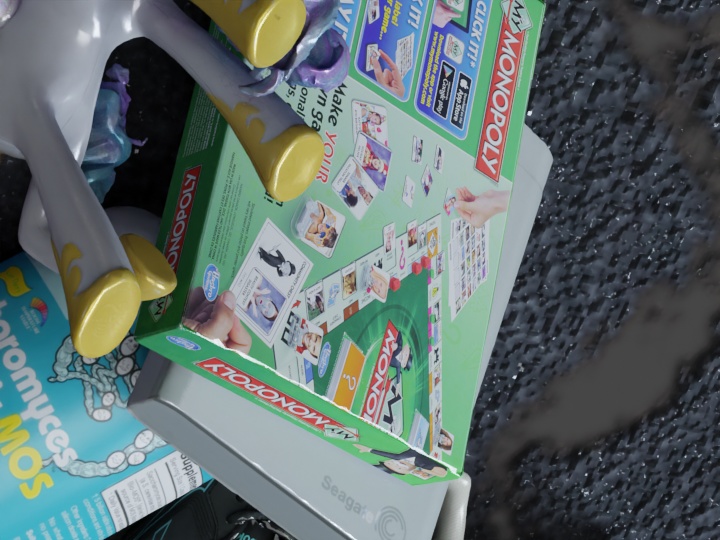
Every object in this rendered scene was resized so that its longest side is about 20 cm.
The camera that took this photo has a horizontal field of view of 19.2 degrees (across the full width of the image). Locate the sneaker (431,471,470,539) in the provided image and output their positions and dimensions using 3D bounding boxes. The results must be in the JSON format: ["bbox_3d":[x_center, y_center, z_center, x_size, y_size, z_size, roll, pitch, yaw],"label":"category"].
[{"bbox_3d":[-0.014,0.163,0.861,0.075,0.090,0.201,25,69,-12],"label":"sneaker"}]

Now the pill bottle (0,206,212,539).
[{"bbox_3d":[-0.114,0.048,0.803,0.199,0.111,0.111,-29,121,-12],"label":"pill bottle"}]

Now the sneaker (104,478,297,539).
[{"bbox_3d":[-0.036,0.086,0.873,0.075,0.079,0.201,29,103,-27],"label":"sneaker"}]

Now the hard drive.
[{"bbox_3d":[0.000,0.000,0.794,0.026,0.201,0.132,-16,134,45],"label":"hard drive"}]

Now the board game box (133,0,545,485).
[{"bbox_3d":[-0.001,-0.041,0.765,0.134,0.201,0.029,31,149,-35],"label":"board game box"}]

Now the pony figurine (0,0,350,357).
[{"bbox_3d":[-0.093,-0.093,0.690,0.166,0.200,0.194,20,103,-55],"label":"pony figurine"}]
